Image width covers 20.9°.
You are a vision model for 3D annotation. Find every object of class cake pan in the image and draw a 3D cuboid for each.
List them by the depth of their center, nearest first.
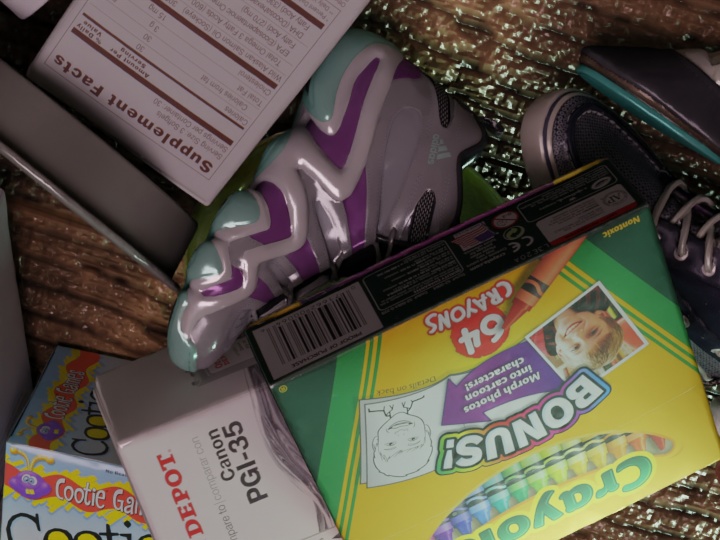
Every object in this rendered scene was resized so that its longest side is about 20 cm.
[{"bbox_3d":[-0.163,-0.064,1.019,0.200,0.200,0.037,39,86,-12],"label":"cake pan"}]

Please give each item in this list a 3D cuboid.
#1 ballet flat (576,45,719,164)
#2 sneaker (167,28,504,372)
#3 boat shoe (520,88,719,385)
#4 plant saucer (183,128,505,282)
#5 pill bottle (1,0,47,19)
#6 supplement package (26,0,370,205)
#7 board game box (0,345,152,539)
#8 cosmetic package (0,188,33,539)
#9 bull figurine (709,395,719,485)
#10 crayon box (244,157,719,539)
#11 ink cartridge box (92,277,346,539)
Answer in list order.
[{"bbox_3d":[0.205,-0.070,1.008,0.200,0.073,0.073,38,120,-5],"label":"ballet flat"},{"bbox_3d":[0.001,-0.010,0.997,0.140,0.078,0.200,32,88,3],"label":"sneaker"},{"bbox_3d":[0.172,-0.020,1.016,0.093,0.075,0.200,-5,134,52],"label":"boat shoe"},{"bbox_3d":[0.000,0.000,1.103,0.200,0.031,0.200,4,121,7],"label":"plant saucer"},{"bbox_3d":[-0.211,-0.223,0.966,0.111,0.111,0.200,-37,107,27],"label":"pill bottle"},{"bbox_3d":[-0.056,-0.156,0.972,0.117,0.117,0.200,35,121,-10],"label":"supplement package"},{"bbox_3d":[-0.156,0.164,1.186,0.103,0.105,0.200,11,122,3],"label":"board game box"},{"bbox_3d":[-0.304,0.056,1.128,0.199,0.123,0.200,5,128,8],"label":"cosmetic package"},{"bbox_3d":[0.275,0.132,1.099,0.121,0.065,0.200,-4,129,44],"label":"bull figurine"},{"bbox_3d":[0.067,0.063,0.978,0.200,0.058,0.173,-26,124,-3],"label":"crayon box"},{"bbox_3d":[-0.025,0.097,1.057,0.200,0.083,0.147,-22,118,-7],"label":"ink cartridge box"}]
